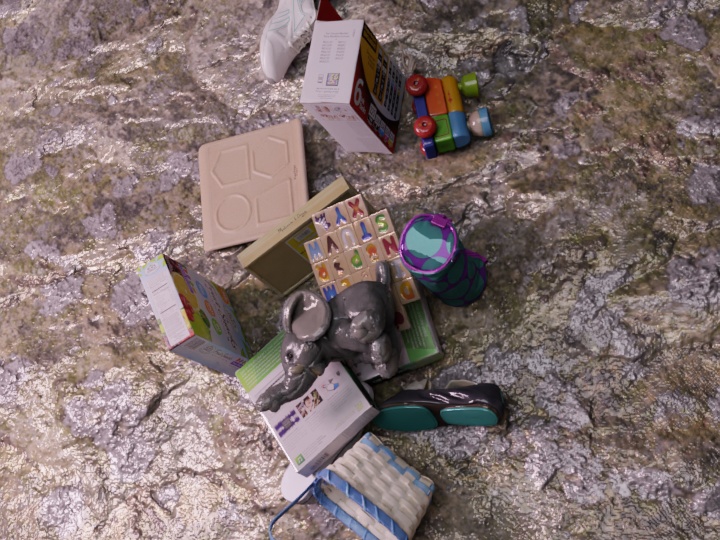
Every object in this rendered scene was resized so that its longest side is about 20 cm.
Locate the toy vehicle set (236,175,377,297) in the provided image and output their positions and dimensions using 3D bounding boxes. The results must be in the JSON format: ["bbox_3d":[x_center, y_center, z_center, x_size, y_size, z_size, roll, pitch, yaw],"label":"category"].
[{"bbox_3d":[-0.074,-0.048,1.797,0.199,0.124,0.027,-36,57,7],"label":"toy vehicle set"}]

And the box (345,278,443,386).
[{"bbox_3d":[0.010,0.094,1.764,0.198,0.036,0.146,-23,67,15],"label":"box"}]

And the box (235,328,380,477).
[{"bbox_3d":[-0.078,0.174,1.713,0.144,0.036,0.200,-41,56,6],"label":"box"}]

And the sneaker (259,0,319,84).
[{"bbox_3d":[-0.106,-0.397,1.949,0.080,0.070,0.202,14,79,22],"label":"sneaker"}]

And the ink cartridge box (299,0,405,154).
[{"bbox_3d":[-0.004,-0.294,1.803,0.083,0.200,0.178,4,77,22],"label":"ink cartridge box"}]

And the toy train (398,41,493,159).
[{"bbox_3d":[0.129,-0.278,1.818,0.114,0.085,0.202,-12,69,6],"label":"toy train"}]

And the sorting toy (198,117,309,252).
[{"bbox_3d":[-0.169,-0.134,1.916,0.198,0.036,0.187,-14,69,22],"label":"sorting toy"}]

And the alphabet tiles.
[{"bbox_3d":[0.000,0.000,1.702,0.165,0.006,0.202,-20,91,38],"label":"alphabet tiles"}]

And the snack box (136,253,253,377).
[{"bbox_3d":[-0.243,0.070,1.786,0.053,0.200,0.143,-30,65,11],"label":"snack box"}]

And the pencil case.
[{"bbox_3d":[0.119,-0.013,1.668,0.085,0.200,0.093,39,89,23],"label":"pencil case"}]

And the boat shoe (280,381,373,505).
[{"bbox_3d":[-0.037,0.252,1.722,0.071,0.070,0.201,29,88,34],"label":"boat shoe"}]

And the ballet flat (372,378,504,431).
[{"bbox_3d":[0.112,0.187,1.692,0.198,0.073,0.074,-6,72,26],"label":"ballet flat"}]

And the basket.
[{"bbox_3d":[-0.002,0.342,1.627,0.176,0.140,0.200,39,63,15],"label":"basket"}]

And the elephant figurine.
[{"bbox_3d":[-0.052,0.092,1.646,0.198,0.155,0.143,-10,110,16],"label":"elephant figurine"}]
